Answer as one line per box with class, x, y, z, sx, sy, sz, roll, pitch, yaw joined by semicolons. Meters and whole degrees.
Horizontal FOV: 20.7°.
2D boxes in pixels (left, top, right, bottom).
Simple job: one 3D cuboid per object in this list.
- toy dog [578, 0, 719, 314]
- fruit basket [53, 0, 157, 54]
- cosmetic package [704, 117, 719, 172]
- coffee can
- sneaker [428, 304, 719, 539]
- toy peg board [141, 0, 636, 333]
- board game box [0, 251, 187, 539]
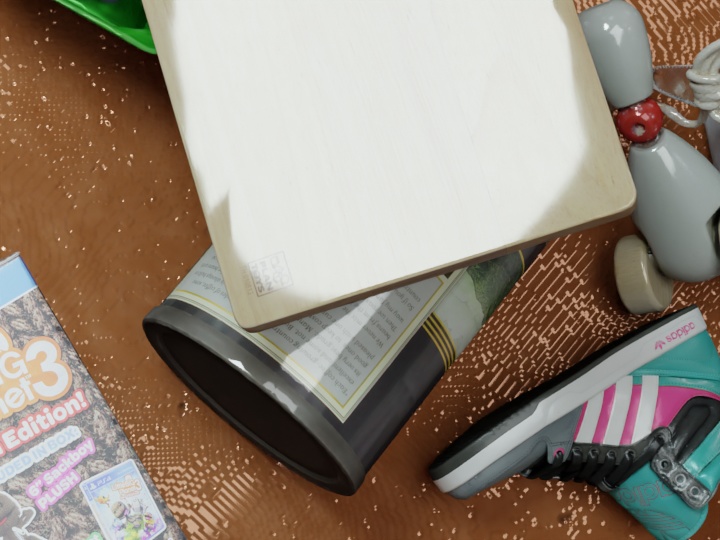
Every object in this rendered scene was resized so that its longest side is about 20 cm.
toy dog;0.187;-0.073;1.172;0.132;0.096;0.200;6;120;16
fruit basket;-0.117;-0.231;1.010;0.155;0.216;0.216;28;79;-17
cosmetic package;0.346;-0.080;1.179;0.200;0.199;0.123;-16;94;-21
coffee can;0.000;0.000;1.073;0.146;0.146;0.200;43;75;-14
sneaker;0.146;0.115;1.163;0.200;0.084;0.121;-28;88;-21
toy peg board;0.014;-0.086;0.986;0.199;0.098;0.200;-18;78;4
board game box;-0.178;0.102;0.996;0.097;0.159;0.200;-32;98;-19
